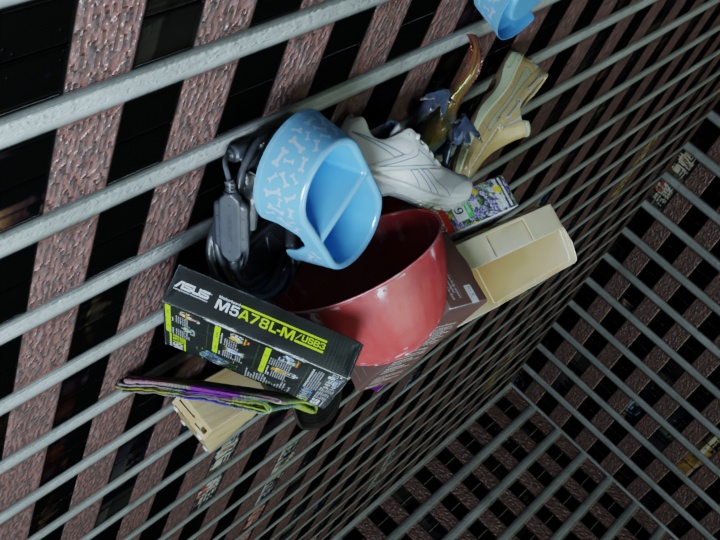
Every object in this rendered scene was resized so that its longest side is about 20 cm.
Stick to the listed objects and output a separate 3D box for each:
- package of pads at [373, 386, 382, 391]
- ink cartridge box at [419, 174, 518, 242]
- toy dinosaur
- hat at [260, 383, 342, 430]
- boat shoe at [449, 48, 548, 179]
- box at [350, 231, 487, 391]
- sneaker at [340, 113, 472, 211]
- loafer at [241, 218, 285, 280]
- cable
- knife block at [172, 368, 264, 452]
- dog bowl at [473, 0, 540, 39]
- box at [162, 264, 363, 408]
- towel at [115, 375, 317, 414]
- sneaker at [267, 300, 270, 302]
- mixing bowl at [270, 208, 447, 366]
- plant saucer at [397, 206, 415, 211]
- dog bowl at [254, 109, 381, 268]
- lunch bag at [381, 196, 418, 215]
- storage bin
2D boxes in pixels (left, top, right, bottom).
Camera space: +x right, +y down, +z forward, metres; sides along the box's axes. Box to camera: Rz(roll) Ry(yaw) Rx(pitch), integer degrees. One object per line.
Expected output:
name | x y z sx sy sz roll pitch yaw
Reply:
package of pads | 0.064 0.117 1.886 0.200 0.076 0.121 -46 161 -3
ink cartridge box | 0.091 -0.051 1.347 0.200 0.050 0.109 -23 170 -29
toy dinosaur | 0.099 -0.161 1.311 0.200 0.105 0.181 -55 -176 -9
hat | -0.094 0.108 1.391 0.081 0.201 0.200 -6 179 23
boat shoe | 0.182 -0.190 1.359 0.200 0.076 0.072 -61 177 -15
box | 0.049 0.052 1.277 0.075 0.100 0.200 -10 153 -45
sneaker | 0.053 -0.118 1.188 0.200 0.074 0.087 9 99 -39
loafer | -0.077 -0.052 1.182 0.200 0.063 0.072 -38 120 -35
cable | -0.093 -0.057 1.072 0.163 0.051 0.201 -47 147 -44
knife block | -0.156 0.155 1.408 0.175 0.064 0.200 -41 170 -14
dog bowl | 0.204 -0.348 1.191 0.200 0.050 0.112 -46 164 -7
box | -0.105 0.074 1.088 0.200 0.193 0.048 118 -3 -72
towel | -0.161 0.142 1.219 0.144 0.199 0.023 23 74 -72
sneaker | -0.069 0.017 1.308 0.200 0.075 0.085 -36 156 -35
mixing bowl | 0.016 0.030 1.144 0.200 0.109 0.200 -24 -158 10
plant saucer | 0.000 0.000 1.336 0.200 0.019 0.070 -53 -178 30
dog bowl | -0.035 -0.071 1.034 0.112 0.049 0.200 -57 154 -13
lunch bag | 0.041 -0.037 1.471 0.200 0.082 0.176 -48 160 -3
storage bin | 0.148 0.009 1.395 0.200 0.094 0.198 -23 172 -34
